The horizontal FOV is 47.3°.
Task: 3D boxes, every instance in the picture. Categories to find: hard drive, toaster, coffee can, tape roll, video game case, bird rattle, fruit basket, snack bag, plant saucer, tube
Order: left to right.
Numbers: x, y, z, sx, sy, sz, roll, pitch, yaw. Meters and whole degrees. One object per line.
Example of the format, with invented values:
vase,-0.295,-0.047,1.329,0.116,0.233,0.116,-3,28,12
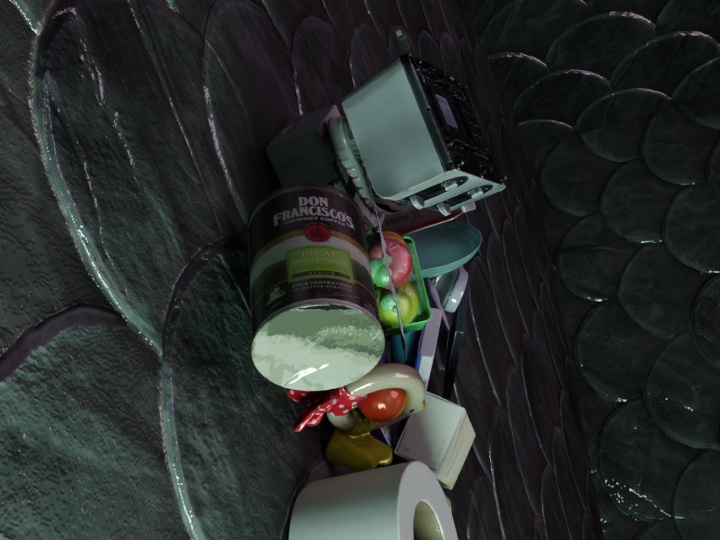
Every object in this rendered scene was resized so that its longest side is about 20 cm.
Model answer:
coffee can,-0.056,0.017,0.955,0.146,0.146,0.200,54,18,-42
bird rattle,0.000,0.161,1.041,0.113,0.163,0.200,-112,179,-45
tape roll,0.022,0.337,0.971,0.203,0.139,0.203,50,31,-47
fruit basket,0.030,0.001,1.080,0.200,0.094,0.185,62,14,-62
tube,0.069,0.136,1.305,0.077,0.050,0.200,-56,154,-58
hard drive,0.093,0.177,1.299,0.132,0.025,0.200,-69,169,-58
toaster,0.083,-0.178,1.078,0.181,0.119,0.200,3,63,-60
plant saucer,0.108,-0.034,1.401,0.200,0.200,0.027,-65,147,-61
snack bag,0.122,0.058,1.486,0.189,0.021,0.200,-68,140,-68
video game case,0.170,0.121,1.471,0.200,0.019,0.143,92,7,-46

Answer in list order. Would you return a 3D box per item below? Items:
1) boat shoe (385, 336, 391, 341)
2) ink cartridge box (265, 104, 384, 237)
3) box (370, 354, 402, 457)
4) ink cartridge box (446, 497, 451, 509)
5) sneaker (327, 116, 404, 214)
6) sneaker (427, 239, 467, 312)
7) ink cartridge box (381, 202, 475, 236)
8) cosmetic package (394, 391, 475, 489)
boat shoe,0.056,0.079,1.351,0.200,0.072,0.068,2,72,-69
ink cartridge box,-0.047,-0.127,1.223,0.200,0.083,0.147,64,22,-22
box,0.007,0.159,1.209,0.137,0.039,0.200,-67,137,-60
ink cartridge box,0.076,0.401,1.152,0.148,0.076,0.200,51,29,-46
sneaker,0.031,-0.157,1.202,0.200,0.087,0.074,53,28,-42
sneaker,0.139,0.007,1.426,0.200,0.071,0.073,-86,-164,-65
ink cartridge box,0.072,-0.082,1.330,0.176,0.200,0.045,-25,98,-70
cosmetic package,0.118,0.263,1.258,0.104,0.073,0.200,-64,161,-14
